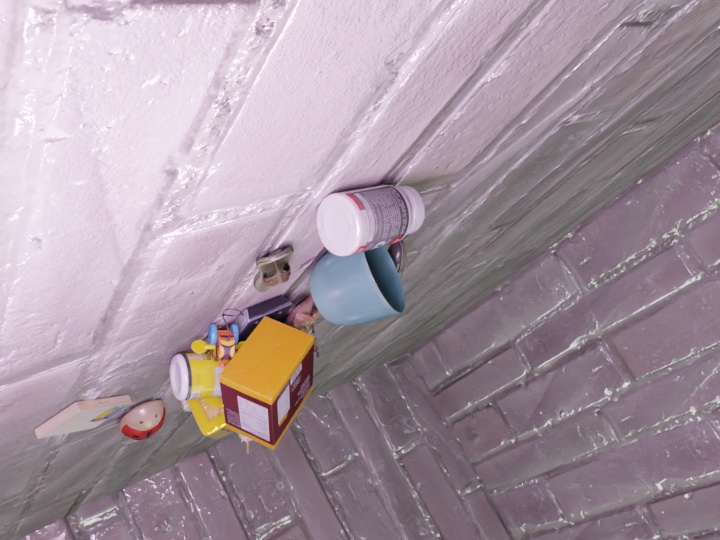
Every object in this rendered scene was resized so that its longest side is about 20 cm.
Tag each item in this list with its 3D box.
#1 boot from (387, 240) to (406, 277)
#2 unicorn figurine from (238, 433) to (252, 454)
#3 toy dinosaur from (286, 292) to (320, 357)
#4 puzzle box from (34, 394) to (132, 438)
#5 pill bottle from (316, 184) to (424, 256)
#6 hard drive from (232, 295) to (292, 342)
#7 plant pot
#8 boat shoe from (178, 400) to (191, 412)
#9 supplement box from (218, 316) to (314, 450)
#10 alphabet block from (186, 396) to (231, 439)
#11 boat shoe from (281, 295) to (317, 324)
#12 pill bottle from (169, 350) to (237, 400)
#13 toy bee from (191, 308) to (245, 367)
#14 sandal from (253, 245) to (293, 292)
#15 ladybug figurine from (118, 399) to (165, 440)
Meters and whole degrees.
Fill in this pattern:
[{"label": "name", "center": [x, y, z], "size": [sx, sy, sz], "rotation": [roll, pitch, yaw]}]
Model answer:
[{"label": "boot", "center": [0.001, 0.000, 1.651], "size": [0.198, 0.073, 0.183], "rotation": [7, 111, -21]}, {"label": "unicorn figurine", "center": [-0.270, 0.399, 1.766], "size": [0.136, 0.074, 0.200], "rotation": [-21, 153, 2]}, {"label": "toy dinosaur", "center": [-0.158, 0.135, 1.680], "size": [0.135, 0.086, 0.201], "rotation": [10, 105, -29]}, {"label": "puzzle box", "center": [-0.661, 0.349, 1.642], "size": [0.133, 0.026, 0.200], "rotation": [-33, 166, 11]}, {"label": "pill bottle", "center": [0.024, -0.099, 1.280], "size": [0.199, 0.114, 0.114], "rotation": [-16, 161, -45]}, {"label": "hard drive", "center": [-0.252, 0.128, 1.669], "size": [0.134, 0.043, 0.200], "rotation": [-22, 165, -32]}, {"label": "plant pot", "center": [-0.017, 0.029, 1.516], "size": [0.160, 0.202, 0.200], "rotation": [-24, 169, 18]}, {"label": "boat shoe", "center": [-0.486, 0.396, 2.085], "size": [0.069, 0.071, 0.200], "rotation": [-28, 165, 1]}, {"label": "supplement box", "center": [-0.208, 0.257, 1.564], "size": [0.201, 0.132, 0.198], "rotation": [95, 21, -44]}, {"label": "alphabet block", "center": [-0.359, 0.323, 1.835], "size": [0.195, 0.196, 0.200], "rotation": [-29, 168, -11]}, {"label": "boat shoe", "center": [-0.180, 0.157, 1.765], "size": [0.201, 0.066, 0.072], "rotation": [-48, -169, 3]}, {"label": "pill bottle", "center": [-0.352, 0.249, 1.658], "size": [0.199, 0.113, 0.112], "rotation": [-2, 153, -33]}, {"label": "toy bee", "center": [-0.315, 0.170, 1.538], "size": [0.130, 0.110, 0.200], "rotation": [-4, 159, -2]}, {"label": "sandal", "center": [-0.168, 0.005, 1.373], "size": [0.079, 0.058, 0.201], "rotation": [-25, 166, -20]}, {"label": "ladybug figurine", "center": [-0.612, 0.429, 1.935], "size": [0.135, 0.072, 0.200], "rotation": [-23, 165, -27]}]
